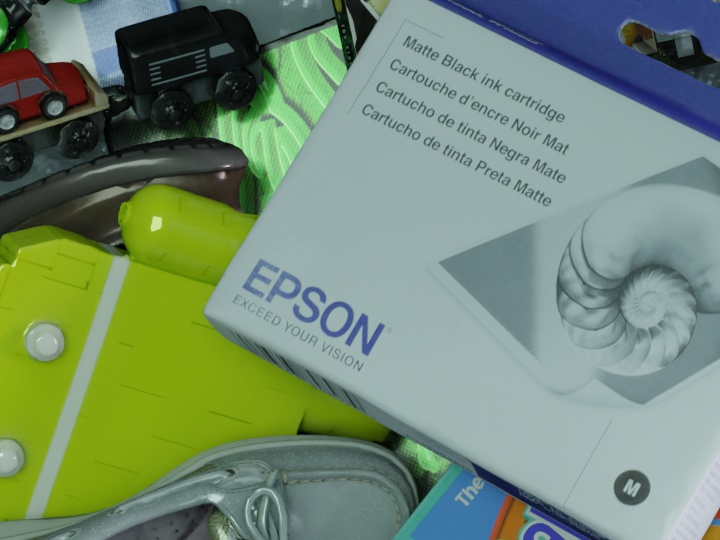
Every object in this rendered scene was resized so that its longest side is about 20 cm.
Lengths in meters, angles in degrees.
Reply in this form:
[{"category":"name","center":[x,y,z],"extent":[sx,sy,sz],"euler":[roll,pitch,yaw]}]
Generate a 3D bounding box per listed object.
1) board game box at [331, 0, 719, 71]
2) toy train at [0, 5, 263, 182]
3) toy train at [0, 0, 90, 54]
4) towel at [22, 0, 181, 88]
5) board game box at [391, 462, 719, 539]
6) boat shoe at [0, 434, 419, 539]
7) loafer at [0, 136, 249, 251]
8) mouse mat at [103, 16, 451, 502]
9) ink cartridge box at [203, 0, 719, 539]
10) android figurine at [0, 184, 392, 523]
[{"category":"board game box","center":[0.087,-0.122,1.135],"extent":[0.199,0.023,0.105],"euler":[-13,90,-10]},{"category":"toy train","center":[-0.132,-0.062,1.135],"extent":[0.199,0.046,0.034],"euler":[-18,39,-15]},{"category":"toy train","center":[-0.118,-0.138,1.159],"extent":[0.200,0.042,0.056],"euler":[-43,76,0]},{"category":"towel","center":[-0.179,-0.120,1.191],"extent":[0.199,0.024,0.147],"euler":[-17,85,4]},{"category":"board game box","center":[0.132,0.103,1.042],"extent":[0.200,0.045,0.152],"euler":[37,88,24]},{"category":"boat shoe","center":[-0.071,0.112,1.065],"extent":[0.201,0.065,0.075],"euler":[-11,107,-12]},{"category":"loafer","center":[-0.130,0.004,1.156],"extent":[0.199,0.073,0.071],"euler":[-22,93,12]},{"category":"mouse mat","center":[0.000,0.000,1.171],"extent":[0.160,0.008,0.201],"euler":[-20,83,4]},{"category":"ink cartridge box","center":[0.075,-0.021,1.051],"extent":[0.199,0.041,0.200],"euler":[27,80,22]},{"category":"android figurine","center":[-0.088,0.057,1.108],"extent":[0.199,0.041,0.183],"euler":[20,95,-23]}]
